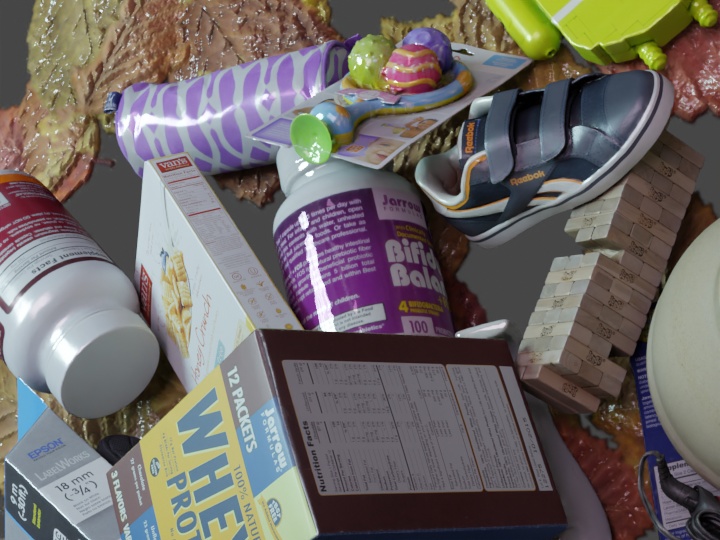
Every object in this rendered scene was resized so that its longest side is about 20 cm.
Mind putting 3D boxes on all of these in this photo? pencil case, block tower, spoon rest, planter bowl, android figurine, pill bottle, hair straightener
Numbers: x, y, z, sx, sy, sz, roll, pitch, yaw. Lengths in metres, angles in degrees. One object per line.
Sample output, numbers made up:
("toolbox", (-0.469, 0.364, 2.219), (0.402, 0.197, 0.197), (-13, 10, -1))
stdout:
("pencil case", (-0.089, -0.120, 1.445), (0.199, 0.084, 0.086), (-7, 48, 25))
("block tower", (0.164, -0.007, 1.256), (0.054, 0.058, 0.201), (-9, 55, 59))
("spoon rest", (0.111, 0.135, 1.274), (0.099, 0.061, 0.202), (-15, 81, 25))
("planter bowl", (0.269, 0.034, 1.135), (0.198, 0.135, 0.202), (-3, 69, 8))
("android figurine", (0.176, -0.227, 1.358), (0.182, 0.041, 0.200), (-42, 59, 10))
("pill bottle", (0.000, 0.000, 1.336), (0.112, 0.112, 0.201), (-23, 65, 20))
("pill bottle", (-0.239, 0.020, 1.448), (0.113, 0.113, 0.200), (-49, 53, 5))
("hair straightener", (0.247, 0.168, 1.126), (0.199, 0.077, 0.041), (34, 111, 17))

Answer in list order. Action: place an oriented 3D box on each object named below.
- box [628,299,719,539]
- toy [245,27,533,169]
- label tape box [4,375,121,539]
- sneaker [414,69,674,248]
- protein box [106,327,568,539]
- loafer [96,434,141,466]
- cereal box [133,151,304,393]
("box", (0.241, 0.108, 1.218), (0.120, 0.032, 0.202), (-15, 69, 23))
("toy", (0.022, -0.136, 1.331), (0.115, 0.048, 0.200), (15, 37, 33))
("label tape box", (-0.212, 0.193, 1.369), (0.200, 0.063, 0.145), (36, 136, 32))
("sneaker", (0.117, -0.083, 1.275), (0.200, 0.079, 0.079), (-34, 33, 41))
("protein box", (-0.018, 0.145, 1.208), (0.198, 0.199, 0.136), (-43, 55, 41))
("loafer", (-0.128, 0.193, 1.377), (0.200, 0.072, 0.063), (36, 112, 38))
("cereal box", (-0.105, 0.033, 1.364), (0.039, 0.145, 0.200), (-15, 49, -26))
